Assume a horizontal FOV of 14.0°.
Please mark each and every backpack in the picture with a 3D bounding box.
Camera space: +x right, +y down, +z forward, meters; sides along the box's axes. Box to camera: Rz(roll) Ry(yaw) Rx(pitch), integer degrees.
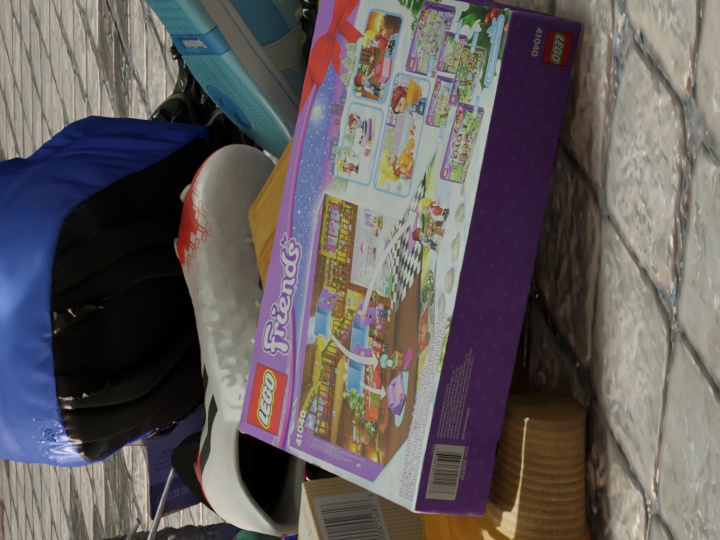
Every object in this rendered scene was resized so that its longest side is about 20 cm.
[{"bbox_3d":[-0.163,0.018,1.528,0.200,0.167,0.163,-41,-54,-63],"label":"backpack"}]

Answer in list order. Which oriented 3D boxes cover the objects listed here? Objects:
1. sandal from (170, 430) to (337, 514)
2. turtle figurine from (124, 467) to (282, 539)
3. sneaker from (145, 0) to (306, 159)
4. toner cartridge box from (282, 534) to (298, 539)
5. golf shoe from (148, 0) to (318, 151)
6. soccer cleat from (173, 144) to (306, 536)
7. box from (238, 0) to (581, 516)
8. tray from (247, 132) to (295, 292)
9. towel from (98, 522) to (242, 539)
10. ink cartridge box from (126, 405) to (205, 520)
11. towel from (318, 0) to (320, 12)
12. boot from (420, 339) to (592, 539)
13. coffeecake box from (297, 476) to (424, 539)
[{"bbox_3d":[-0.049,0.107,1.574,0.075,0.045,0.200,50,145,-8],"label":"sandal"},{"bbox_3d":[-0.075,0.210,1.568,0.150,0.100,0.201,180,94,-77],"label":"turtle figurine"},{"bbox_3d":[-0.042,-0.159,1.541,0.200,0.131,0.079,56,161,-26],"label":"sneaker"},{"bbox_3d":[-0.037,0.149,1.697,0.200,0.043,0.095,-120,26,-63],"label":"toner cartridge box"},{"bbox_3d":[-0.068,-0.126,1.650,0.200,0.077,0.088,-65,-7,33],"label":"golf shoe"},{"bbox_3d":[-0.050,0.038,1.468,0.085,0.068,0.201,28,122,59],"label":"soccer cleat"},{"bbox_3d":[0.017,-0.014,1.189,0.137,0.039,0.201,20,100,55],"label":"box"},{"bbox_3d":[0.004,-0.044,1.336,0.200,0.037,0.099,124,142,-46],"label":"tray"},{"bbox_3d":[-0.128,0.220,1.647,0.036,0.200,0.149,-16,85,45],"label":"towel"},{"bbox_3d":[-0.130,0.053,1.781,0.200,0.084,0.176,-10,-84,-69],"label":"ink cartridge box"},{"bbox_3d":[0.002,-0.105,1.292,0.086,0.018,0.201,158,113,-69],"label":"towel"},{"bbox_3d":[0.040,0.101,1.244,0.201,0.071,0.145,-138,51,-63],"label":"boot"},{"bbox_3d":[0.014,0.221,1.424,0.154,0.073,0.200,-108,18,-44],"label":"coffeecake box"}]
